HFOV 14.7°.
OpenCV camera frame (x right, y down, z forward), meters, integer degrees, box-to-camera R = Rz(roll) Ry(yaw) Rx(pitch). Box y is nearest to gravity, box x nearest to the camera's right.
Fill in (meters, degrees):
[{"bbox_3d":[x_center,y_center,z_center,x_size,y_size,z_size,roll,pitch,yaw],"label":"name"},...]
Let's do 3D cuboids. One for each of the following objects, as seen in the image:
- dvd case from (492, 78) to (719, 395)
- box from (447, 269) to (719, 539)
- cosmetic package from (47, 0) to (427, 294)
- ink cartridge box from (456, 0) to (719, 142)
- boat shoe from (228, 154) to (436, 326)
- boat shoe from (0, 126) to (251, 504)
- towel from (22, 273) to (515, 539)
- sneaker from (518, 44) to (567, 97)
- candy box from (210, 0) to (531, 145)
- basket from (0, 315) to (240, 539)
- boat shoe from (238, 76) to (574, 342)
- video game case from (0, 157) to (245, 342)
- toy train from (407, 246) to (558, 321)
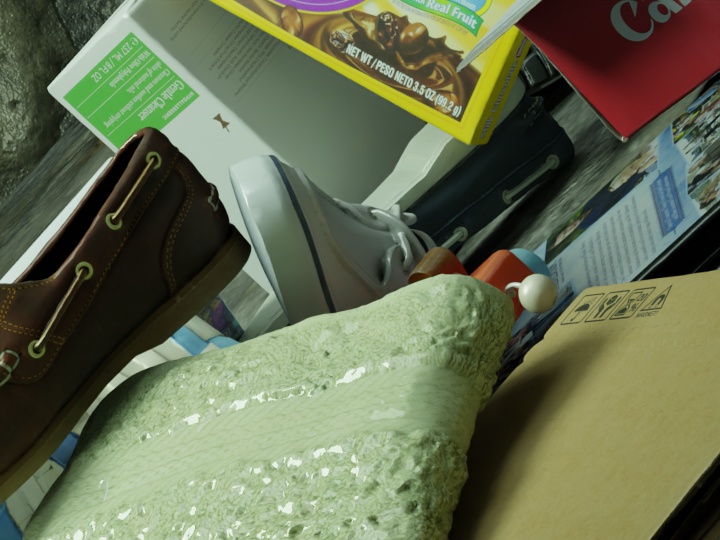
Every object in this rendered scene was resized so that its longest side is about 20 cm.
[{"bbox_3d":[0.121,-0.021,1.128,0.200,0.018,0.143,-43,13,14],"label":"dvd case"},{"bbox_3d":[0.081,0.061,0.938,0.164,0.021,0.200,-48,15,-20],"label":"box"},{"bbox_3d":[-0.046,-0.068,1.423,0.085,0.200,0.108,-52,9,-33],"label":"cosmetic package"},{"bbox_3d":[0.154,-0.142,1.173,0.176,0.084,0.200,-47,5,-31],"label":"ink cartridge box"},{"bbox_3d":[0.000,0.000,1.153,0.065,0.074,0.200,-26,-25,3],"label":"boat shoe"},{"bbox_3d":[-0.131,0.027,1.081,0.200,0.070,0.070,-47,25,-25],"label":"boat shoe"},{"bbox_3d":[-0.042,0.076,1.005,0.199,0.037,0.149,-16,37,32],"label":"towel"},{"bbox_3d":[0.046,-0.099,1.514,0.199,0.087,0.076,-17,68,25],"label":"sneaker"},{"bbox_3d":[-0.006,-0.149,1.310,0.026,0.199,0.103,-7,-56,-65],"label":"candy box"},{"bbox_3d":[-0.127,0.115,1.183,0.200,0.139,0.177,-49,-29,-29],"label":"basket"},{"bbox_3d":[0.019,-0.009,1.334,0.200,0.062,0.075,-46,14,-11],"label":"boat shoe"},{"bbox_3d":[-0.121,0.052,1.291,0.143,0.018,0.200,-49,-30,-12],"label":"video game case"},{"bbox_3d":[-0.011,0.063,1.071,0.200,0.056,0.150,-50,5,-39],"label":"toy train"}]
